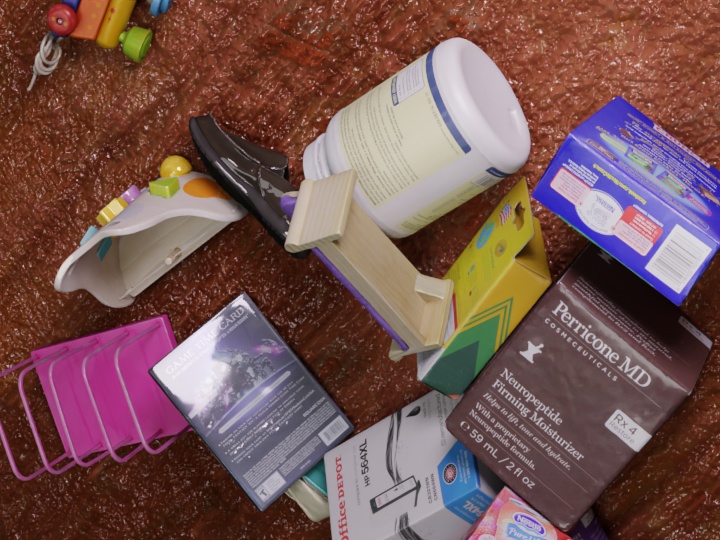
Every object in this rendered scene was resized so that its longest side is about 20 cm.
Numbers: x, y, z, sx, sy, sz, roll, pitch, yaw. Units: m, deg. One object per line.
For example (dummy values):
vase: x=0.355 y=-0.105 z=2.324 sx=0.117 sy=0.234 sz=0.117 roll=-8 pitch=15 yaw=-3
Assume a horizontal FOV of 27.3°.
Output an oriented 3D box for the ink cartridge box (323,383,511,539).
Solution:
ink cartridge box: x=0.062 y=0.228 z=1.579 sx=0.199 sy=0.147 sz=0.084 roll=-33 pitch=133 yaw=26

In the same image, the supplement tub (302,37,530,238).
supplement tub: x=0.055 y=-0.123 z=1.488 sx=0.199 sy=0.145 sz=0.146 roll=-30 pitch=93 yaw=27

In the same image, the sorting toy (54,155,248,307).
sorting toy: x=-0.252 y=-0.036 z=1.621 sx=0.199 sy=0.180 sz=0.107 roll=-35 pitch=91 yaw=26

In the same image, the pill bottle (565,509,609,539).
pill bottle: x=0.226 y=0.330 z=1.566 sx=0.111 sy=0.111 sz=0.202 roll=-30 pitch=93 yaw=27

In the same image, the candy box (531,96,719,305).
candy box: x=0.267 y=-0.070 z=1.384 sx=0.168 sy=0.200 sz=0.077 roll=38 pitch=117 yaw=9

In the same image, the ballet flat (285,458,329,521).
ballet flat: x=-0.096 y=0.206 z=1.696 sx=0.200 sy=0.069 sz=0.069 roll=48 pitch=117 yaw=3

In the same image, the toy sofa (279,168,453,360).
toy sofa: x=0.000 y=0.000 z=1.458 sx=0.097 sy=0.084 sz=0.200 roll=-14 pitch=136 yaw=32

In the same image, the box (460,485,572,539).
box: x=0.122 y=0.324 z=1.482 sx=0.102 sy=0.095 sz=0.201 roll=37 pitch=134 yaw=8

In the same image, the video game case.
video game case: x=-0.121 y=0.145 z=1.657 sx=0.142 sy=0.019 sz=0.201 roll=-39 pitch=87 yaw=-18

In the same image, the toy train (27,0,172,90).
toy train: x=-0.281 y=-0.262 z=1.630 sx=0.115 sy=0.085 sz=0.202 roll=26 pitch=114 yaw=-1

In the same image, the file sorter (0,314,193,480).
file sorter: x=-0.313 y=0.155 z=1.732 sx=0.198 sy=0.125 sz=0.141 roll=-14 pitch=99 yaw=25

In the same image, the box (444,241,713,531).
box: x=0.218 y=0.111 z=1.476 sx=0.165 sy=0.164 sz=0.201 roll=39 pitch=116 yaw=7

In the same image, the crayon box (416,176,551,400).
crayon box: x=0.130 y=0.018 z=1.504 sx=0.050 sy=0.128 sz=0.201 roll=28 pitch=117 yaw=-15

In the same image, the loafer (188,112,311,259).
loafer: x=-0.108 y=-0.102 z=1.613 sx=0.071 sy=0.073 sz=0.200 roll=-42 pitch=82 yaw=-10
